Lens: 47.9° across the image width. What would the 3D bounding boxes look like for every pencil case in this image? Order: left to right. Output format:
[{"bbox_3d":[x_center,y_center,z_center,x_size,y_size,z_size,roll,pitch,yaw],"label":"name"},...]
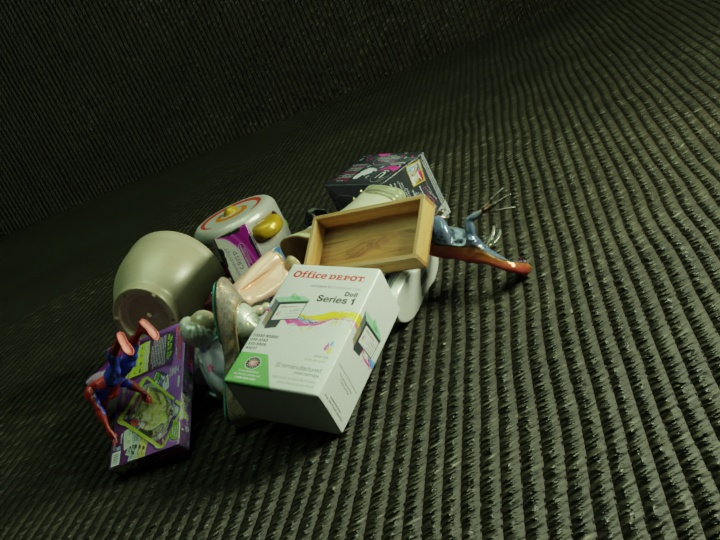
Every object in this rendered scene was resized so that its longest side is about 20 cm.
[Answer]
[{"bbox_3d":[-0.142,0.110,1.188,0.198,0.091,0.083,-27,-2,-8],"label":"pencil case"}]

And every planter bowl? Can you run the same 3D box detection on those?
[{"bbox_3d":[-0.341,0.051,1.390,0.198,0.202,0.135,-16,21,22],"label":"planter bowl"}]

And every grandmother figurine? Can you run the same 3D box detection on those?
[{"bbox_3d":[-0.181,0.043,1.175,0.121,0.061,0.200,5,36,48],"label":"grandmother figurine"}]

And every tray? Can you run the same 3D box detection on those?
[{"bbox_3d":[0.010,-0.043,1.173,0.198,0.037,0.100,-9,60,35],"label":"tray"}]

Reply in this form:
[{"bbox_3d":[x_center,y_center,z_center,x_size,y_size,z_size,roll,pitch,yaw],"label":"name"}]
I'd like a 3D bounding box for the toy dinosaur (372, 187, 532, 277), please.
[{"bbox_3d":[0.150,-0.028,1.162,0.200,0.105,0.182,-44,51,8],"label":"toy dinosaur"}]

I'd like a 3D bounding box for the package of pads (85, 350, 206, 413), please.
[{"bbox_3d":[-0.322,0.163,1.277,0.198,0.076,0.121,-10,22,35],"label":"package of pads"}]

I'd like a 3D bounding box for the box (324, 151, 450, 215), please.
[{"bbox_3d":[0.046,-0.131,1.493,0.114,0.133,0.199,-37,23,-23],"label":"box"}]

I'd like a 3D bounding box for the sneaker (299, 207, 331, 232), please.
[{"bbox_3d":[-0.085,-0.069,1.530,0.199,0.100,0.070,-15,22,34],"label":"sneaker"}]

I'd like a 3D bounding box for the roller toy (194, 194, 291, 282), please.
[{"bbox_3d":[-0.237,-0.066,1.645,0.181,0.141,0.200,-26,20,-1],"label":"roller toy"}]

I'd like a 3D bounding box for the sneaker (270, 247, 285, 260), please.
[{"bbox_3d":[-0.106,0.008,1.431,0.088,0.079,0.200,-20,28,-7],"label":"sneaker"}]

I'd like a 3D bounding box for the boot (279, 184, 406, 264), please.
[{"bbox_3d":[-0.029,-0.074,1.354,0.199,0.072,0.155,-10,29,43],"label":"boot"}]

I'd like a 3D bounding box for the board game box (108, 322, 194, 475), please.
[{"bbox_3d":[-0.290,0.175,1.139,0.119,0.032,0.202,-25,47,22],"label":"board game box"}]

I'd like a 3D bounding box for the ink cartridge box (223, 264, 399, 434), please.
[{"bbox_3d":[-0.057,0.092,1.027,0.143,0.084,0.201,3,48,31],"label":"ink cartridge box"}]

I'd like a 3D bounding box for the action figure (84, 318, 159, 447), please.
[{"bbox_3d":[-0.313,0.158,1.086,0.065,0.099,0.200,-30,-10,-44],"label":"action figure"}]

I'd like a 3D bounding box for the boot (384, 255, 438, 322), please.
[{"bbox_3d":[0.047,0.017,1.195,0.089,0.074,0.200,4,21,20],"label":"boot"}]

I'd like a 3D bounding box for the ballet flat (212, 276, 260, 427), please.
[{"bbox_3d":[-0.152,0.105,1.085,0.066,0.203,0.068,-9,-4,17],"label":"ballet flat"}]

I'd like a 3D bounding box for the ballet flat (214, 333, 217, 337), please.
[{"bbox_3d":[-0.211,0.109,1.307,0.198,0.068,0.063,-8,-4,33],"label":"ballet flat"}]

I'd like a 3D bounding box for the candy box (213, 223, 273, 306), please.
[{"bbox_3d":[-0.183,0.003,1.344,0.061,0.138,0.200,-26,0,-5],"label":"candy box"}]
